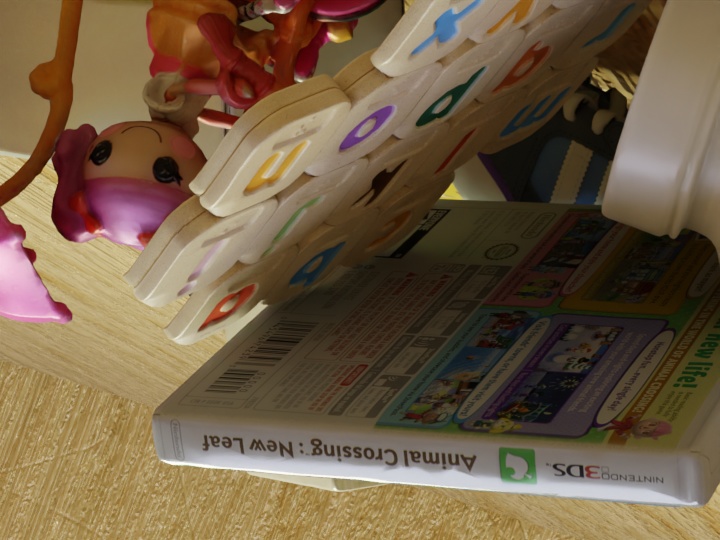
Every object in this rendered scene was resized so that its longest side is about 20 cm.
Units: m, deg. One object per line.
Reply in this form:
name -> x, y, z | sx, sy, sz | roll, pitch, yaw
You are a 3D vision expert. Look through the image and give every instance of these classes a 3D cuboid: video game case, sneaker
video game case -> 0.054, 0.021, 0.790 | 0.181, 0.022, 0.200 | 2, -158, 24
sneaker -> 0.123, -0.045, 0.900 | 0.201, 0.146, 0.081 | 57, -156, 4

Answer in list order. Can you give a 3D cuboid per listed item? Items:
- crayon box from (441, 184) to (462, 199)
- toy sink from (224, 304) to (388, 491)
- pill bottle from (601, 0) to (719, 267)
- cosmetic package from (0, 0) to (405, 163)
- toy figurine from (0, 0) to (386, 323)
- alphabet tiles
crayon box -> 0.115, -0.025, 1.065 | 0.126, 0.051, 0.200 | 14, 170, 25
toy sink -> 0.000, 0.000, 1.187 | 0.111, 0.202, 0.130 | -9, -178, -23
pill bottle -> 0.182, -0.027, 0.728 | 0.199, 0.114, 0.113 | 19, 171, 7
cosmetic package -> -0.085, -0.083, 0.962 | 0.199, 0.072, 0.105 | 9, -164, 42
toy figurine -> -0.074, -0.067, 0.791 | 0.199, 0.185, 0.150 | 17, 170, 11
alphabet tiles -> 0.016, -0.049, 0.745 | 0.015, 0.199, 0.196 | 52, 137, 12
